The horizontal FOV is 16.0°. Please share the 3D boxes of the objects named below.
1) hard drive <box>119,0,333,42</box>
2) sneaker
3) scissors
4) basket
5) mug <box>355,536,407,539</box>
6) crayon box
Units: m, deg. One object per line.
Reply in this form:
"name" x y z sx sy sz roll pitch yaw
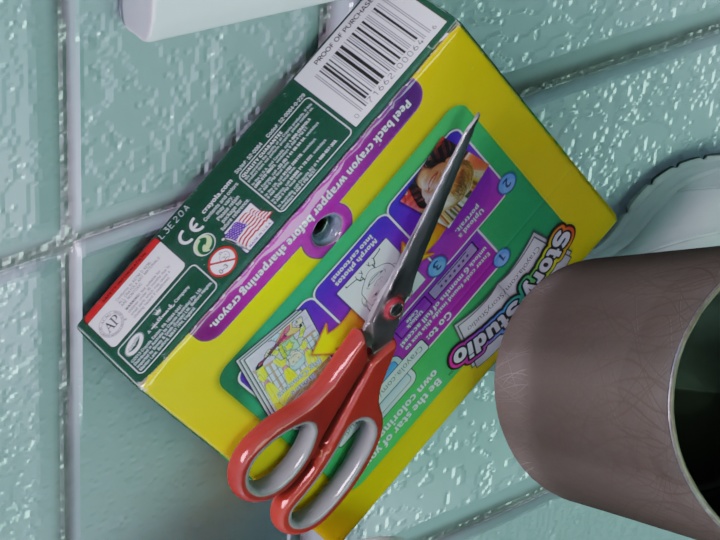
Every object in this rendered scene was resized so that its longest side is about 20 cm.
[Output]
"hard drive" -0.002 -0.171 1.012 0.199 0.027 0.133 -17 128 -34
"sneaker" 0.144 0.011 1.233 0.199 0.087 0.075 -30 134 -25
"scissors" 0.011 0.026 1.089 0.073 0.014 0.201 26 99 -47
"basket" 0.150 0.051 1.073 0.179 0.200 0.137 6 88 -27
"mug" -0.020 0.200 1.165 0.175 0.148 0.200 -42 -174 15
"crayon box" 0.000 0.000 1.114 0.200 0.058 0.173 -49 141 -3
